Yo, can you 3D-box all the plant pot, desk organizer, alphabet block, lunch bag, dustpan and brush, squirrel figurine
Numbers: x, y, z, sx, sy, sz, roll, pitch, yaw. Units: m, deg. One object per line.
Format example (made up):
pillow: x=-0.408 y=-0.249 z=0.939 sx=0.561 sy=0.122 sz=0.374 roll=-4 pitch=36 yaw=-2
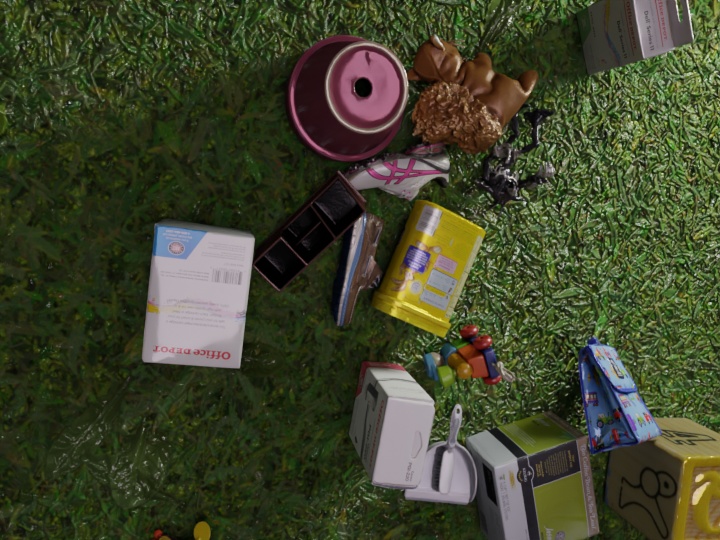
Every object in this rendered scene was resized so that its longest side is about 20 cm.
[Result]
plant pot: x=-0.011 y=-0.272 z=0.952 sx=0.196 sy=0.179 sz=0.204 roll=-2 pitch=99 yaw=-14
desk organizer: x=-0.083 y=-0.062 z=0.989 sx=0.200 sy=0.077 sz=0.072 roll=-42 pitch=106 yaw=11
alphabet block: x=0.628 y=0.415 z=1.196 sx=0.193 sy=0.200 sz=0.199 roll=1 pitch=98 yaw=-14
lunch bag: x=0.467 y=0.226 z=1.147 sx=0.149 sy=0.093 sz=0.203 roll=8 pitch=62 yaw=-49
dustpan and brush: x=0.162 y=0.345 z=1.138 sx=0.137 sy=0.057 sz=0.204 roll=8 pitch=91 yaw=-8
squirrel figurine: x=0.159 y=-0.292 z=0.993 sx=0.186 sy=0.141 sz=0.201 roll=39 pitch=54 yaw=-9

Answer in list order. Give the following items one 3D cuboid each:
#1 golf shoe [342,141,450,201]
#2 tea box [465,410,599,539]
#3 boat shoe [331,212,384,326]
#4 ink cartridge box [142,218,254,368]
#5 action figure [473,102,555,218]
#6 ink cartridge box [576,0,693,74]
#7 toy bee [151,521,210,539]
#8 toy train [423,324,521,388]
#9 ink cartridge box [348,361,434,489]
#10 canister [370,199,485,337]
golf shoe: x=0.064 y=-0.160 z=1.040 sx=0.197 sy=0.073 sz=0.094 roll=-16 pitch=101 yaw=-11
tea box: x=0.324 y=0.406 z=1.153 sx=0.193 sy=0.134 sz=0.204 roll=-13 pitch=101 yaw=-11
boat shoe: x=0.000 y=0.000 z=1.047 sx=0.071 sy=0.072 sz=0.204 roll=10 pitch=95 yaw=-17
ink cartridge box: x=-0.251 y=0.033 z=0.951 sx=0.145 sy=0.145 sz=0.204 roll=7 pitch=96 yaw=-14
action figure: x=0.273 y=-0.194 z=1.075 sx=0.117 sy=0.102 sz=0.204 roll=15 pitch=91 yaw=-17
ink cartridge box: x=0.461 y=-0.416 z=1.038 sx=0.066 sy=0.200 sz=0.119 roll=-19 pitch=102 yaw=-10
toy bee: x=-0.307 y=0.482 z=1.034 sx=0.131 sy=0.108 sz=0.201 roll=-46 pitch=130 yaw=-13
toy train: x=0.184 y=0.171 z=1.053 sx=0.114 sy=0.200 sz=0.086 roll=-20 pitch=102 yaw=-6
ink cartridge box: x=0.047 y=0.253 z=1.027 sx=0.083 sy=0.200 sz=0.148 roll=9 pitch=95 yaw=-15
canister: x=0.121 y=-0.004 z=1.068 sx=0.147 sy=0.086 sz=0.203 roll=23 pitch=90 yaw=-21
